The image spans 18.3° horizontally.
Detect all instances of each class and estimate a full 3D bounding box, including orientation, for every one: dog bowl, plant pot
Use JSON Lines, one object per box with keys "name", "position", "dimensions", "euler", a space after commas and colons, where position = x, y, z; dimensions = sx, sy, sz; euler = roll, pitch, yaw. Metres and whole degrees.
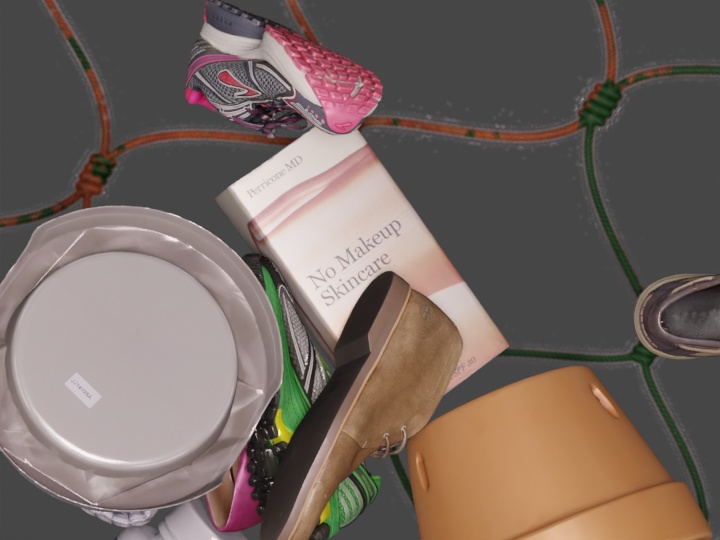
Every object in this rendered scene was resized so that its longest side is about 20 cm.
{"name": "dog bowl", "position": [-0.152, 0.062, 1.411], "dimensions": [0.200, 0.059, 0.200], "euler": [5, 69, -14]}
{"name": "plant pot", "position": [0.118, 0.154, 1.508], "dimensions": [0.200, 0.200, 0.140], "euler": [-24, 77, 3]}

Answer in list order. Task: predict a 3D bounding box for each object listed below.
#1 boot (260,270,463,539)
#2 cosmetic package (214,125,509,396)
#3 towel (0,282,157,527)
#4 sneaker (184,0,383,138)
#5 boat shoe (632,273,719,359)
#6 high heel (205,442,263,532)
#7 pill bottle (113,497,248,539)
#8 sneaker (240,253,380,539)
{"name": "boot", "position": [0.003, 0.102, 1.439], "dimensions": [0.075, 0.074, 0.200], "euler": [35, 70, -18]}
{"name": "cosmetic package", "position": [0.000, 0.000, 1.530], "dimensions": [0.103, 0.087, 0.200], "euler": [-37, 93, -9]}
{"name": "towel", "position": [-0.202, 0.084, 1.512], "dimensions": [0.200, 0.166, 0.086], "euler": [37, 91, -2]}
{"name": "sneaker", "position": [-0.053, -0.122, 1.491], "dimensions": [0.081, 0.200, 0.075], "euler": [18, 98, -31]}
{"name": "boat shoe", "position": [0.290, 0.028, 1.541], "dimensions": [0.200, 0.073, 0.075], "euler": [-12, 94, 2]}
{"name": "high heel", "position": [-0.099, 0.077, 1.537], "dimensions": [0.067, 0.096, 0.200], "euler": [-23, 96, 39]}
{"name": "pill bottle", "position": [-0.160, 0.254, 1.551], "dimensions": [0.109, 0.109, 0.200], "euler": [43, 94, -2]}
{"name": "sneaker", "position": [-0.047, 0.083, 1.509], "dimensions": [0.085, 0.078, 0.200], "euler": [-26, 105, -42]}
